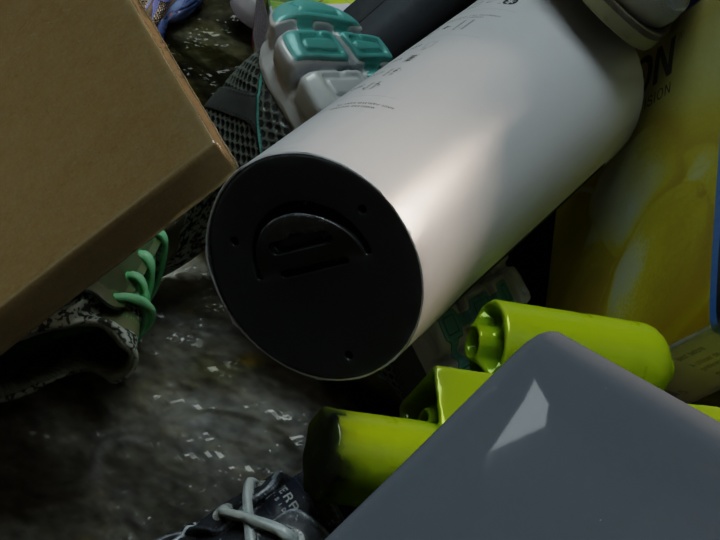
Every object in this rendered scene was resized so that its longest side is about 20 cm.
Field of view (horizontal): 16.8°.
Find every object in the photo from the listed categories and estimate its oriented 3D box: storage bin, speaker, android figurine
[{"bbox_3d":[0.049,0.113,0.653,0.134,0.146,0.200,34,66,29],"label":"storage bin"},{"bbox_3d":[0.027,-0.037,0.849,0.081,0.082,0.200,20,30,20],"label":"speaker"},{"bbox_3d":[0.080,0.097,0.785,0.199,0.041,0.183,10,57,-19],"label":"android figurine"}]

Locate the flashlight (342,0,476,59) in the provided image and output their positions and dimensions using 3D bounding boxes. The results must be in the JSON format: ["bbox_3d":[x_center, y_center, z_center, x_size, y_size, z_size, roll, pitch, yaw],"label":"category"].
[{"bbox_3d":[0.020,-0.098,1.041,0.200,0.068,0.068,-40,16,-1],"label":"flashlight"}]

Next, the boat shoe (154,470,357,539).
[{"bbox_3d":[-0.024,0.097,0.801,0.199,0.068,0.072,-6,33,-22],"label":"boat shoe"}]

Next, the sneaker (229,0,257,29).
[{"bbox_3d":[0.027,-0.168,1.251,0.199,0.085,0.073,-10,36,-25],"label":"sneaker"}]

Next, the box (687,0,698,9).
[{"bbox_3d":[0.240,-0.125,1.041,0.199,0.122,0.193,21,8,-21],"label":"box"}]

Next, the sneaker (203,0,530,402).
[{"bbox_3d":[0.000,0.000,0.936,0.077,0.091,0.201,-9,69,-53],"label":"sneaker"}]

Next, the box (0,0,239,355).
[{"bbox_3d":[-0.148,-0.019,0.854,0.200,0.021,0.164,-37,39,3],"label":"box"}]

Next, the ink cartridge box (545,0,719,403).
[{"bbox_3d":[0.136,-0.057,0.900,0.047,0.198,0.201,15,65,-21],"label":"ink cartridge box"}]

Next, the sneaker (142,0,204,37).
[{"bbox_3d":[-0.113,-0.158,1.205,0.075,0.079,0.200,7,30,-2],"label":"sneaker"}]

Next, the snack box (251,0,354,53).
[{"bbox_3d":[0.055,-0.092,1.157,0.199,0.053,0.142,1,33,-11],"label":"snack box"}]

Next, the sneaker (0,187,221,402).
[{"bbox_3d":[-0.105,0.012,0.939,0.200,0.077,0.089,-28,55,-36],"label":"sneaker"}]

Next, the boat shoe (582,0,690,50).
[{"bbox_3d":[0.116,-0.152,0.943,0.075,0.068,0.200,43,27,-14],"label":"boat shoe"}]

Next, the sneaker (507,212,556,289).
[{"bbox_3d":[0.084,-0.053,1.036,0.099,0.070,0.201,-11,58,-10],"label":"sneaker"}]
